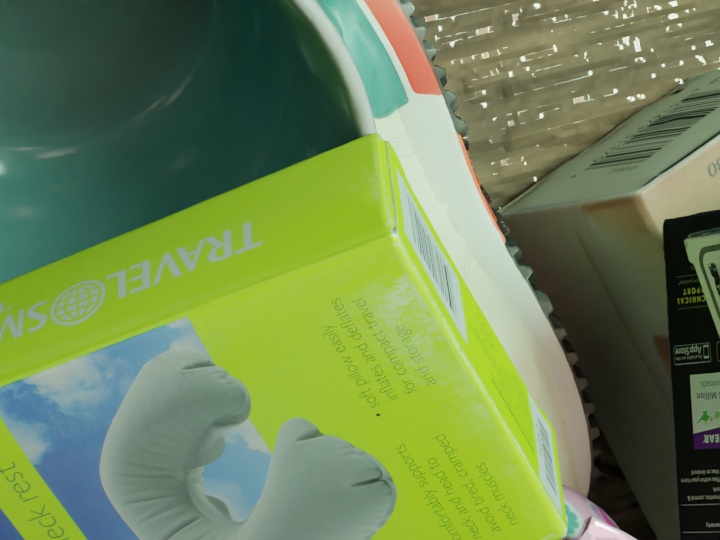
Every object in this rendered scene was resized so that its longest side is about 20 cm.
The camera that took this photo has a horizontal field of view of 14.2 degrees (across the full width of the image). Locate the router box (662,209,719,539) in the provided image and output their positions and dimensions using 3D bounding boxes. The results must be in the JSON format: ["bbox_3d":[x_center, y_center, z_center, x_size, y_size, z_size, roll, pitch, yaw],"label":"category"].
[{"bbox_3d":[0.185,0.056,0.870,0.200,0.051,0.149,1,85,-33],"label":"router box"}]

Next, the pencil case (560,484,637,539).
[{"bbox_3d":[0.012,0.148,0.843,0.087,0.087,0.200,32,95,-21],"label":"pencil case"}]

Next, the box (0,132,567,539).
[{"bbox_3d":[-0.059,0.052,0.780,0.200,0.048,0.122,-21,128,13],"label":"box"}]

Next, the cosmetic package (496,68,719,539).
[{"bbox_3d":[0.142,0.041,0.930,0.103,0.087,0.200,-36,104,-27],"label":"cosmetic package"}]

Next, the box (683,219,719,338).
[{"bbox_3d":[0.198,0.007,0.815,0.200,0.060,0.117,-23,95,-32],"label":"box"}]

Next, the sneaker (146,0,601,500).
[{"bbox_3d":[0.000,0.000,0.887,0.093,0.070,0.200,-26,103,-4],"label":"sneaker"}]

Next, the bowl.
[{"bbox_3d":[-0.097,-0.055,0.785,0.201,0.201,0.105,25,35,-23],"label":"bowl"}]
